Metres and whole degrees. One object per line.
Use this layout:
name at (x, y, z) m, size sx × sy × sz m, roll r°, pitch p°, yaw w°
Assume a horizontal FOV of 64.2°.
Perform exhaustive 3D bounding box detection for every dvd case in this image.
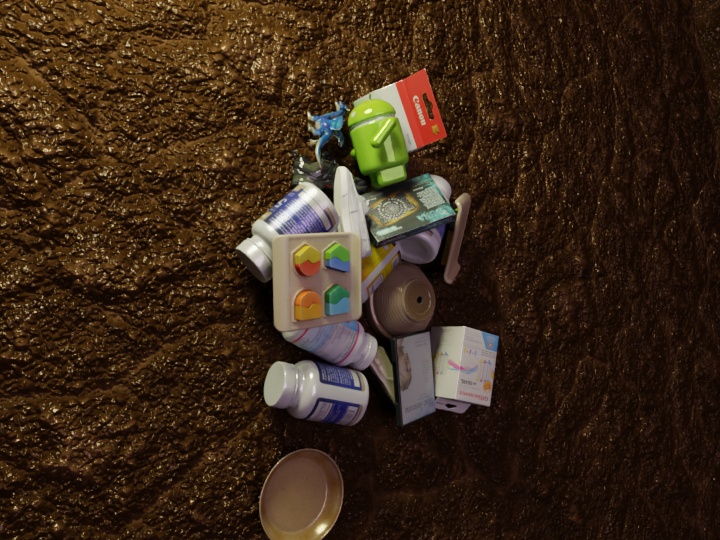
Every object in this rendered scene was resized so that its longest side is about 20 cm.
dvd case at (0.124, 0.247, 1.330) m, size 0.142 × 0.017 × 0.202 m, roll -5°, pitch 91°, yaw -50°

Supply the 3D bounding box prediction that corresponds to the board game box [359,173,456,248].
board game box at (0.097, -0.137, 1.294) m, size 0.199 × 0.028 × 0.136 m, roll -20°, pitch 60°, yaw -15°

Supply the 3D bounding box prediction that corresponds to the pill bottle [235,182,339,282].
pill bottle at (-0.151, -0.075, 1.176) m, size 0.200 × 0.119 × 0.120 m, roll -44°, pitch 109°, yaw -19°

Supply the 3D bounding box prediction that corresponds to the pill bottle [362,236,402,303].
pill bottle at (0.000, 0.000, 1.294) m, size 0.200 × 0.109 × 0.110 m, roll -48°, pitch 111°, yaw -28°

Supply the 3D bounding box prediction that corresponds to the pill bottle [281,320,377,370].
pill bottle at (-0.063, 0.139, 1.238) m, size 0.199 × 0.108 × 0.109 m, roll 32°, pitch 69°, yaw -28°

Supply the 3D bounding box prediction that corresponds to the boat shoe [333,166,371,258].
boat shoe at (-0.013, -0.123, 1.232) m, size 0.068 × 0.072 × 0.202 m, roll -7°, pitch 84°, yaw -18°

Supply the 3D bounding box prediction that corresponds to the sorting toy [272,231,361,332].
sorting toy at (-0.078, 0.020, 1.135) m, size 0.199 × 0.036 × 0.187 m, roll -5°, pitch 98°, yaw -36°

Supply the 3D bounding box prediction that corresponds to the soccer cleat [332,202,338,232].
soccer cleat at (-0.073, -0.071, 1.289) m, size 0.201 × 0.066 × 0.077 m, roll -63°, pitch 149°, yaw -28°

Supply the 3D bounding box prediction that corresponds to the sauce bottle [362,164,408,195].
sauce bottle at (0.051, -0.188, 1.374) m, size 0.065 × 0.065 × 0.200 m, roll 48°, pitch 63°, yaw -21°

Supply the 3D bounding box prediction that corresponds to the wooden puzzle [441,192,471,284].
wooden puzzle at (0.235, -0.085, 1.427) m, size 0.185 × 0.037 × 0.202 m, roll -39°, pitch 137°, yaw -68°

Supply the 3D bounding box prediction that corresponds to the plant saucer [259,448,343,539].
plant saucer at (-0.128, 0.475, 1.204) m, size 0.199 × 0.035 × 0.202 m, roll 4°, pitch 83°, yaw -35°

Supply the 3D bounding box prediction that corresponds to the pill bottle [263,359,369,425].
pill bottle at (-0.093, 0.252, 1.199) m, size 0.199 × 0.119 × 0.121 m, roll 19°, pitch 75°, yaw -32°

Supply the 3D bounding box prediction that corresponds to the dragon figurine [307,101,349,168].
dragon figurine at (-0.064, -0.309, 1.269) m, size 0.098 × 0.059 × 0.201 m, roll -5°, pitch 46°, yaw -8°

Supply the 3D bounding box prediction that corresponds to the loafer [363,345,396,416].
loafer at (0.069, 0.260, 1.336) m, size 0.068 × 0.076 × 0.201 m, roll -37°, pitch 105°, yaw -25°

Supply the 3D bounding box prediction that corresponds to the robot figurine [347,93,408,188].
robot figurine at (0.040, -0.290, 1.290) m, size 0.115 × 0.175 × 0.202 m, roll -17°, pitch 96°, yaw -14°

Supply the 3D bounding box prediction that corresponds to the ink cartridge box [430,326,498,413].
ink cartridge box at (0.247, 0.250, 1.429) m, size 0.128 × 0.125 × 0.202 m, roll 17°, pitch 75°, yaw -32°

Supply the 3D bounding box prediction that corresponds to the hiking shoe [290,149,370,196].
hiking shoe at (-0.062, -0.222, 1.293) m, size 0.199 × 0.076 × 0.102 m, roll 0°, pitch 88°, yaw -34°

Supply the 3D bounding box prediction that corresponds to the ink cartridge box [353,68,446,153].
ink cartridge box at (0.088, -0.350, 1.333) m, size 0.050 × 0.199 × 0.162 m, roll -27°, pitch 100°, yaw -41°

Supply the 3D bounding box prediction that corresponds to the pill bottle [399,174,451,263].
pill bottle at (0.152, -0.129, 1.389) m, size 0.120 × 0.119 × 0.201 m, roll 39°, pitch 55°, yaw -25°

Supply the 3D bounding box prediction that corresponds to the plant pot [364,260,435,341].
plant pot at (0.114, 0.072, 1.376) m, size 0.200 × 0.092 × 0.203 m, roll 5°, pitch 82°, yaw -34°
